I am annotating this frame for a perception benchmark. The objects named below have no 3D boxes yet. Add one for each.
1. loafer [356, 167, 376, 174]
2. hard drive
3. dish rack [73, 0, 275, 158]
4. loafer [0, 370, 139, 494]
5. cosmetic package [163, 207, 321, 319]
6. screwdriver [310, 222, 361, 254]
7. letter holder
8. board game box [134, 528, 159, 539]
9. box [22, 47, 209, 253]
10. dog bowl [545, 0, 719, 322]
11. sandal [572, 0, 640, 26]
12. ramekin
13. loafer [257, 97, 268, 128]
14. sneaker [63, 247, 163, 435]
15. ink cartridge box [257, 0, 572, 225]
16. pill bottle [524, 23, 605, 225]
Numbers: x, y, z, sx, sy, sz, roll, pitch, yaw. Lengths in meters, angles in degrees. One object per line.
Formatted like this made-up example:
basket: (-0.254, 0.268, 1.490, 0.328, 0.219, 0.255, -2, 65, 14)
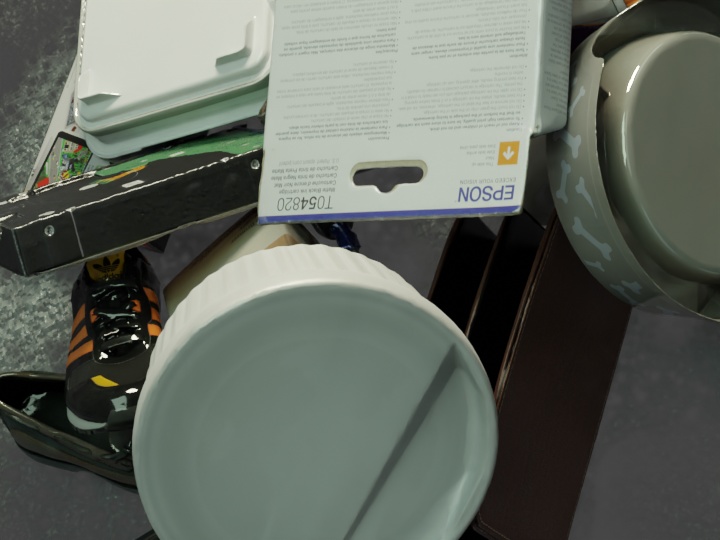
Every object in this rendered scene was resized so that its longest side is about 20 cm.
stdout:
loafer: (-0.029, -0.135, 1.615, 0.073, 0.071, 0.201, -47, 47, 38)
hard drive: (-0.141, -0.046, 1.549, 0.199, 0.140, 0.038, -20, 103, -19)
dish rack: (-0.118, -0.176, 1.616, 0.199, 0.043, 0.173, -13, 64, 34)
loafer: (-0.159, 0.100, 1.568, 0.199, 0.063, 0.072, 3, 60, 34)
cosmetic package: (-0.050, 0.050, 1.480, 0.103, 0.087, 0.200, -40, 26, 7)
screwdriver: (0.000, 0.000, 1.545, 0.029, 0.028, 0.201, -62, 39, 34)
letter holder: (0.076, 0.061, 1.436, 0.100, 0.142, 0.201, 10, 76, 28)
board game box: (-0.115, 0.231, 1.526, 0.199, 0.035, 0.136, -32, 60, 12)
box: (-0.154, -0.119, 1.680, 0.109, 0.035, 0.201, 14, 77, 29)
dog bowl: (0.189, -0.065, 1.408, 0.058, 0.199, 0.202, -12, 63, 50)
sandal: (0.095, -0.175, 1.425, 0.205, 0.059, 0.080, -10, 96, 17)
ramekin: (-0.029, 0.079, 1.334, 0.202, 0.203, 0.094, -39, 24, 7)
loafer: (-0.019, -0.173, 1.521, 0.073, 0.072, 0.201, -23, 35, 61)
sneaker: (-0.157, 0.034, 1.522, 0.069, 0.200, 0.091, -10, 108, -3)
ink cartridge box: (0.032, -0.124, 1.402, 0.198, 0.040, 0.202, 0, 80, 38)
pill bottle: (0.113, -0.137, 1.513, 0.112, 0.112, 0.201, -23, 62, 16)
